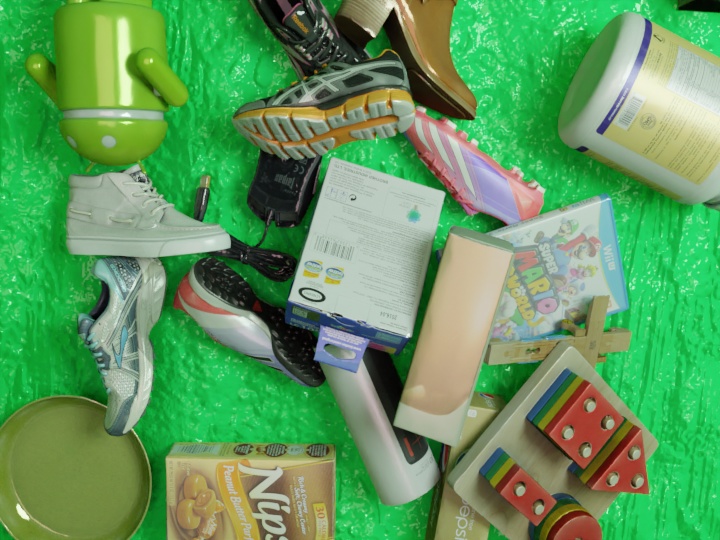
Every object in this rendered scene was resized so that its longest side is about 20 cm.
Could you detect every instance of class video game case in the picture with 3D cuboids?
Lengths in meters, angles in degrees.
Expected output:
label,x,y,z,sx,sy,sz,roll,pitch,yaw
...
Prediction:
label,x,y,z,sx,sy,sz,roll,pitch,yaw
video game case,0.194,0.011,0.921,0.195,0.018,0.146,-18,116,3

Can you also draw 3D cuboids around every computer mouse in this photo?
label,x,y,z,sx,sy,sz,roll,pitch,yaw
computer mouse,-0.111,-0.100,0.920,0.137,0.046,0.205,15,98,12

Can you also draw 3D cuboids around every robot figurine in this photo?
label,x,y,z,sx,sy,sz,roll,pitch,yaw
robot figurine,-0.259,-0.204,0.863,0.171,0.115,0.206,4,99,22

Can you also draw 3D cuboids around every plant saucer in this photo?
label,x,y,z,sx,sy,sz,roll,pitch,yaw
plant saucer,-0.340,0.242,0.976,0.194,0.031,0.206,0,99,1

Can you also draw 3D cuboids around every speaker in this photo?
label,x,y,z,sx,sy,sz,roll,pitch,yaw
speaker,0.019,0.160,0.936,0.080,0.081,0.204,-23,97,4

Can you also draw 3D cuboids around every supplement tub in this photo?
label,x,y,z,sx,sy,sz,roll,pitch,yaw
supplement tub,0.321,-0.159,0.853,0.196,0.146,0.148,25,98,-4

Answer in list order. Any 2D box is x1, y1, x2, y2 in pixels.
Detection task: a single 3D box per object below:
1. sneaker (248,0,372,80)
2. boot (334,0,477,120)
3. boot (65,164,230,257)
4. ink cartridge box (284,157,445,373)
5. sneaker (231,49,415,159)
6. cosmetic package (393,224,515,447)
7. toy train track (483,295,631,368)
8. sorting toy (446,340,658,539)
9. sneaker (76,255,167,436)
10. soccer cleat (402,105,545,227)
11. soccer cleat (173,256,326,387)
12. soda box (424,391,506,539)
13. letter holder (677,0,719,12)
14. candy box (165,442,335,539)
label,x,y,z,sx,sy,sz,roll,pitch,yaw
sneaker,-0.059,-0.249,0.871,0.200,0.086,0.080,44,98,-6
boot,0.080,-0.273,0.882,0.198,0.076,0.157,36,79,-15
boot,-0.235,-0.067,0.895,0.195,0.073,0.098,1,96,14
ink cartridge box,0.000,0.000,0.871,0.133,0.077,0.204,16,67,-2
sneaker,-0.038,-0.171,0.845,0.195,0.078,0.079,-6,66,15
cosmetic package,0.097,0.063,0.847,0.069,0.105,0.205,16,98,7
toy train track,0.216,0.080,0.917,0.195,0.032,0.118,-3,110,-27
sorting toy,0.229,0.221,0.904,0.201,0.069,0.199,-48,116,-3
sneaker,-0.276,0.081,0.915,0.085,0.077,0.206,6,90,-35
soccer cleat,0.111,-0.108,0.905,0.197,0.067,0.077,32,102,-7
soccer cleat,-0.123,0.070,0.939,0.199,0.069,0.073,40,126,-13
soda box,0.122,0.246,0.954,0.062,0.068,0.205,8,99,-2
letter holder,0.448,-0.345,0.848,0.194,0.101,0.146,4,97,0
candy box,-0.126,0.266,0.965,0.194,0.055,0.119,1,99,0
